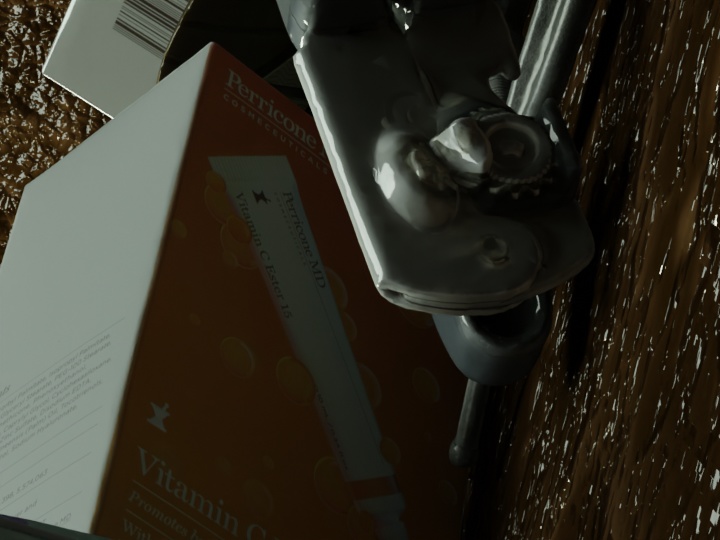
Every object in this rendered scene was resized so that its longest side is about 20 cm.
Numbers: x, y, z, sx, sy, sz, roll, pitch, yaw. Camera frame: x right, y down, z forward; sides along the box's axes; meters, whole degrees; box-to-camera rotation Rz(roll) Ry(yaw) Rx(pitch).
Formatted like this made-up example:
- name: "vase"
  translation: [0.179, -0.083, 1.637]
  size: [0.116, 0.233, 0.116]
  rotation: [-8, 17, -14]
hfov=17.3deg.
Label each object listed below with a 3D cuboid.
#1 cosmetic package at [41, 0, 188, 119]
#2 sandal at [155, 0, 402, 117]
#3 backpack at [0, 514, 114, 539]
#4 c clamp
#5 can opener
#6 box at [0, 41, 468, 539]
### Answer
- name: "cosmetic package"
  translation: [-0.034, -0.116, 0.980]
  size: [0.200, 0.085, 0.108]
  rotation: [-23, -38, -64]
- name: "sandal"
  translation: [0.002, -0.118, 0.776]
  size: [0.201, 0.081, 0.055]
  rotation: [-64, 10, 2]
- name: "backpack"
  translation: [-0.065, 0.143, 0.514]
  size: [0.200, 0.177, 0.151]
  rotation: [114, 170, -60]
- name: "c clamp"
  translation: [0.046, -0.066, 0.692]
  size: [0.200, 0.027, 0.172]
  rotation: [-83, 8, -64]
- name: "can opener"
  translation: [0.002, -0.064, 0.594]
  size: [0.067, 0.053, 0.201]
  rotation: [101, 154, -54]
- name: "box"
  translation: [-0.044, 0.056, 0.690]
  size: [0.097, 0.124, 0.201]
  rotation: [-33, 33, 36]
